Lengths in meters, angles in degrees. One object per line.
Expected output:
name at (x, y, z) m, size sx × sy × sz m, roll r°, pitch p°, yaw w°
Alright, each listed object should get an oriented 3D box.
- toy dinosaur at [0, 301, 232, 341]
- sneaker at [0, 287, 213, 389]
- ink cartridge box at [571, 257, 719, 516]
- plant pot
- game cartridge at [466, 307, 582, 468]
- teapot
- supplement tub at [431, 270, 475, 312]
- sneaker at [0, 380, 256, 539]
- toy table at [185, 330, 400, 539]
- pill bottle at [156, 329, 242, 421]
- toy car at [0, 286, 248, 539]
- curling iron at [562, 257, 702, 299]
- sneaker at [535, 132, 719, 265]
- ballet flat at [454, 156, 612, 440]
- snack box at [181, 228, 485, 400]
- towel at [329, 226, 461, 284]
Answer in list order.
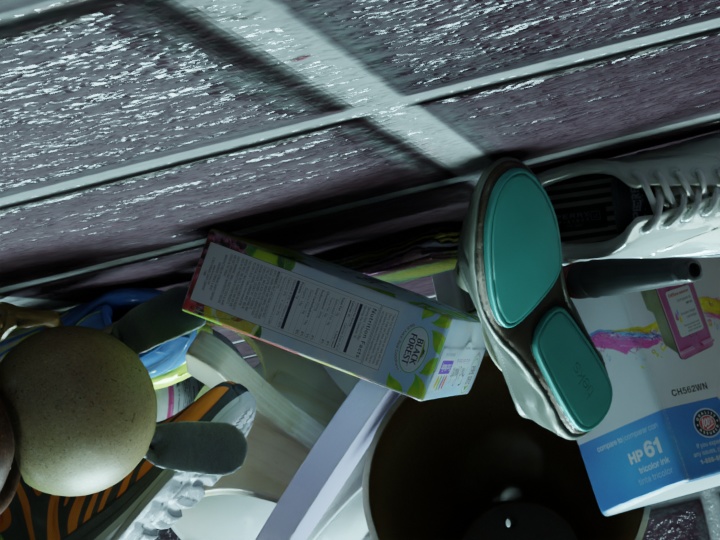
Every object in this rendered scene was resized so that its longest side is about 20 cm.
toy dinosaur at (-0.163, 0.049, 1.254) m, size 0.106 × 0.060 × 0.200 m, roll 10°, pitch 147°, yaw -27°
sneaker at (-0.194, 0.050, 1.339) m, size 0.200 × 0.076 × 0.105 m, roll -19°, pitch 164°, yaw -8°
ink cartridge box at (0.195, 0.038, 1.330) m, size 0.144 × 0.200 × 0.085 m, roll -9°, pitch 164°, yaw -38°
plant pot at (0.106, 0.174, 1.434) m, size 0.186 × 0.187 × 0.200 m, roll -13°, pitch 157°, yaw 3°
game cartridge at (0.148, 0.067, 1.472) m, size 0.042 × 0.133 × 0.200 m, roll -25°, pitch 177°, yaw -41°
teapot at (-0.036, 0.152, 1.525) m, size 0.200 × 0.146 × 0.197 m, roll -56°, pitch 166°, yaw 28°
supplement tub at (0.165, 0.040, 1.617) m, size 0.200 × 0.145 × 0.145 m, roll -13°, pitch 175°, yaw 2°
sneaker at (-0.162, 0.115, 1.236) m, size 0.200 × 0.112 × 0.078 m, roll -43°, pitch 163°, yaw -7°
toy table at (-0.057, 0.097, 1.358) m, size 0.200 × 0.117 × 0.184 m, roll -55°, pitch 172°, yaw -27°
pill bottle at (-0.158, 0.087, 1.518) m, size 0.113 × 0.113 × 0.200 m, roll -14°, pitch 175°, yaw 17°
toy car at (-0.170, 0.081, 1.162) m, size 0.200 × 0.164 × 0.158 m, roll -16°, pitch 176°, yaw -13°
curling iron at (0.132, 0.012, 1.184) m, size 0.026 × 0.050 × 0.200 m, roll -45°, pitch -169°, yaw -27°
sneaker at (0.173, -0.036, 1.176) m, size 0.200 × 0.073 × 0.071 m, roll -14°, pitch 178°, yaw 19°
ballet flat at (0.083, 0.016, 1.154) m, size 0.064 × 0.200 × 0.067 m, roll 20°, pitch -124°, yaw 42°
snack box at (-0.007, 0.027, 1.200) m, size 0.142 × 0.053 × 0.200 m, roll 21°, pitch -178°, yaw 10°
towel at (0.000, 0.000, 1.464) m, size 0.200 × 0.023 × 0.144 m, roll -14°, pitch 176°, yaw 29°
